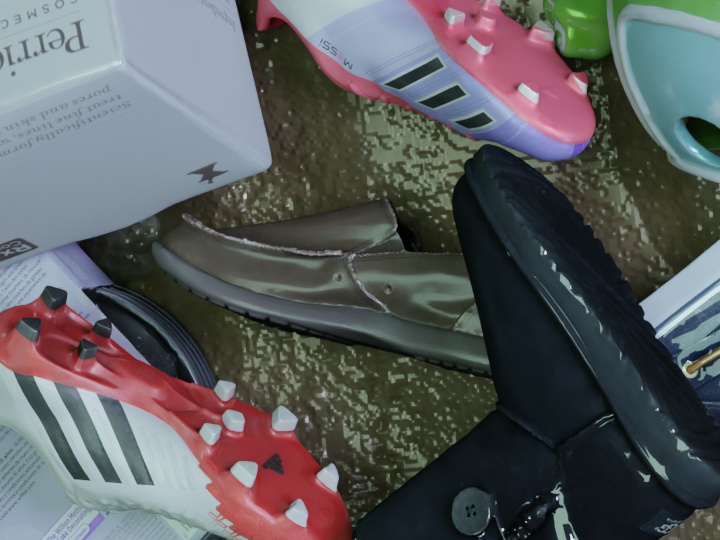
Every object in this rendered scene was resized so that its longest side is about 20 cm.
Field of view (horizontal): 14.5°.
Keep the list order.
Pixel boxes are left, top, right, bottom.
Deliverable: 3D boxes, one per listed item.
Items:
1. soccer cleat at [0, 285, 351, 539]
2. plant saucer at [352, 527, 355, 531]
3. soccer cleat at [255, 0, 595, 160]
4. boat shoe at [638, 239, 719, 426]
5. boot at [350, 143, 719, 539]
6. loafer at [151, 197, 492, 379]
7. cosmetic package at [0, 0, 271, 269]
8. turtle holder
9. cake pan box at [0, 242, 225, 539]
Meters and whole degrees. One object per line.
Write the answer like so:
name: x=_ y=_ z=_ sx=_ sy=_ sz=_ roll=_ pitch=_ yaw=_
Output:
soccer cleat: x=-0.096 y=0.087 z=1.321 sx=0.199 sy=0.069 sz=0.085 roll=31 pitch=123 yaw=4
plant saucer: x=-0.016 y=0.225 z=1.359 sx=0.199 sy=0.036 sz=0.201 roll=0 pitch=91 yaw=18
soccer cleat: x=0.028 y=-0.099 z=1.313 sx=0.200 sy=0.067 sz=0.077 roll=39 pitch=123 yaw=28
boat shoe: x=0.154 y=0.055 z=1.280 sx=0.200 sy=0.071 sz=0.091 roll=-41 pitch=75 yaw=12
boot: x=0.053 y=0.067 z=1.239 sx=0.168 sy=0.076 sz=0.201 roll=-42 pitch=64 yaw=20
loafer: x=0.000 y=0.000 z=1.338 sx=0.199 sy=0.073 sz=0.071 roll=14 pitch=86 yaw=11
cosmetic package: x=-0.162 y=-0.130 z=1.308 sx=0.164 sy=0.165 sz=0.201 roll=-20 pitch=69 yaw=16
turtle holder: x=0.162 y=-0.110 z=1.242 sx=0.184 sy=0.141 sz=0.133 roll=9 pitch=109 yaw=13
cake pan box: x=-0.161 y=0.099 z=1.396 sx=0.184 sy=0.052 sz=0.200 roll=44 pitch=103 yaw=10
